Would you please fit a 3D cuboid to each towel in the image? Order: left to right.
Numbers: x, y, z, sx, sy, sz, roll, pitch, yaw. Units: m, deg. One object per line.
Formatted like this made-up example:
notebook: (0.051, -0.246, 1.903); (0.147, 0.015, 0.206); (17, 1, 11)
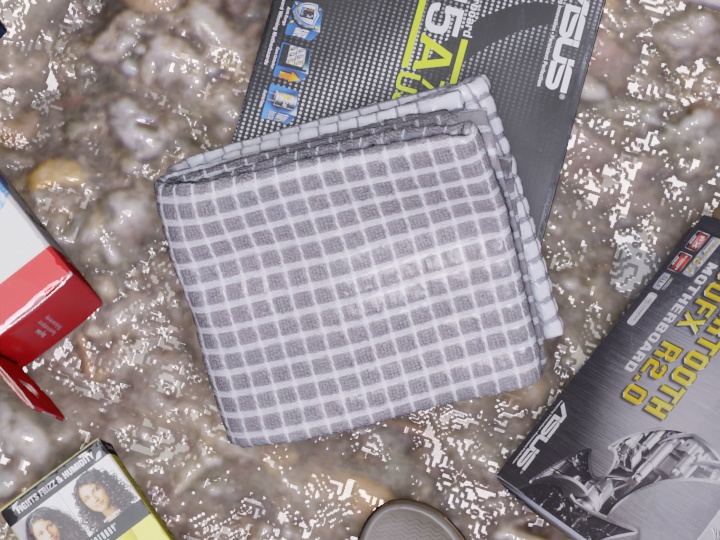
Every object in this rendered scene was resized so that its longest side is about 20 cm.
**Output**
towel: (0.000, 0.000, 0.982); (0.198, 0.086, 0.167); (-13, 105, 11)

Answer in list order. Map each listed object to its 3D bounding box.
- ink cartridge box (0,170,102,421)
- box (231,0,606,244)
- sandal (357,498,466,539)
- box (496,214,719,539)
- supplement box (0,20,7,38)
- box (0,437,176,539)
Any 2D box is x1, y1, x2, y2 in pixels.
ink cartridge box: (-0.214, -0.014, 1.010); (0.067, 0.116, 0.200); (-38, 84, -5)
box: (0.032, -0.101, 1.053); (0.192, 0.048, 0.202); (16, 83, 5)
sandal: (0.023, 0.231, 1.000); (0.081, 0.055, 0.202); (12, 82, 3)
box: (0.188, 0.077, 0.973); (0.200, 0.158, 0.048); (-50, 121, -5)
supplement box: (-0.351, -0.166, 1.024); (0.200, 0.134, 0.200); (-41, 83, -5)
box: (-0.118, 0.198, 1.010); (0.075, 0.050, 0.201); (-35, 83, -5)
